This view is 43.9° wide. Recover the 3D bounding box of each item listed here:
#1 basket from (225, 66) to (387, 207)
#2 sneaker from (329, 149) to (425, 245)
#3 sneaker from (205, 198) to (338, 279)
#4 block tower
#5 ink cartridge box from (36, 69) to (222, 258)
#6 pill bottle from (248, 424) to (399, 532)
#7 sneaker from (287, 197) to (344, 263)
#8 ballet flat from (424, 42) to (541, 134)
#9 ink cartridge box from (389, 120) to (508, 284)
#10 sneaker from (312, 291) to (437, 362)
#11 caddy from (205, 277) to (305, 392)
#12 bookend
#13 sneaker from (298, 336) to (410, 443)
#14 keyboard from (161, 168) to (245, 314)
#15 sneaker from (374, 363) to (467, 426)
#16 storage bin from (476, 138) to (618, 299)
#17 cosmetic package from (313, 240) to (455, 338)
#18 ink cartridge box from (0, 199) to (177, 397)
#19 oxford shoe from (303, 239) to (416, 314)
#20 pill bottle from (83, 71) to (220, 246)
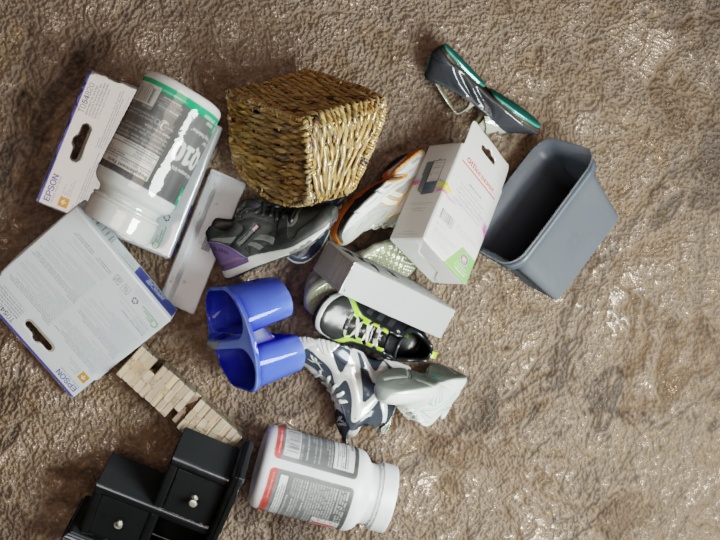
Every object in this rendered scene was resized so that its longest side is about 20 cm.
[{"bbox_3d":[-0.070,-0.175,1.211,0.147,0.198,0.146,-23,124,-35],"label":"basket"},{"bbox_3d":[0.044,-0.085,1.267,0.199,0.075,0.093,-42,107,-26],"label":"sneaker"},{"bbox_3d":[-0.127,-0.062,1.222,0.197,0.076,0.089,-22,108,21],"label":"sneaker"},{"bbox_3d":[-0.250,0.189,1.262,0.058,0.054,0.200,-45,98,-4],"label":"block tower"},{"bbox_3d":[-0.319,-0.146,1.242,0.197,0.041,0.203,23,88,-7],"label":"ink cartridge box"},{"bbox_3d":[-0.051,0.299,1.263,0.196,0.116,0.118,17,89,-8],"label":"pill bottle"},{"bbox_3d":[-0.056,-0.105,1.267,0.074,0.084,0.203,24,88,-8],"label":"sneaker"},{"bbox_3d":[0.173,-0.248,1.312,0.198,0.073,0.074,36,86,-14],"label":"ballet flat"},{"bbox_3d":[0.130,-0.097,1.265,0.117,0.066,0.203,42,62,-38],"label":"ink cartridge box"},{"bbox_3d":[0.028,0.084,1.255,0.197,0.083,0.073,17,96,-31],"label":"sneaker"},{"bbox_3d":[-0.156,0.086,1.209,0.103,0.199,0.145,-17,95,-24],"label":"caddy"},{"bbox_3d":[-0.272,0.300,1.209,0.195,0.092,0.203,24,109,-7],"label":"bookend"},{"bbox_3d":[-0.033,0.175,1.280,0.195,0.079,0.132,18,80,-18],"label":"sneaker"},{"bbox_3d":[-0.227,-0.042,1.284,0.055,0.011,0.204,22,89,-13],"label":"keyboard"},{"bbox_3d":[0.084,0.182,1.259,0.070,0.198,0.082,24,101,35],"label":"sneaker"},{"bbox_3d":[0.271,-0.067,1.302,0.201,0.145,0.134,-51,125,-4],"label":"storage bin"},{"bbox_3d":[0.036,0.027,1.241,0.198,0.082,0.051,25,100,-37],"label":"cosmetic package"},{"bbox_3d":[-0.385,0.042,1.225,0.198,0.041,0.201,-35,101,15],"label":"ink cartridge box"},{"bbox_3d":[0.000,0.000,1.293,0.197,0.058,0.076,-26,120,-14],"label":"oxford shoe"},{"bbox_3d":[-0.273,-0.144,1.163,0.112,0.113,0.203,27,88,-8],"label":"pill bottle"}]
